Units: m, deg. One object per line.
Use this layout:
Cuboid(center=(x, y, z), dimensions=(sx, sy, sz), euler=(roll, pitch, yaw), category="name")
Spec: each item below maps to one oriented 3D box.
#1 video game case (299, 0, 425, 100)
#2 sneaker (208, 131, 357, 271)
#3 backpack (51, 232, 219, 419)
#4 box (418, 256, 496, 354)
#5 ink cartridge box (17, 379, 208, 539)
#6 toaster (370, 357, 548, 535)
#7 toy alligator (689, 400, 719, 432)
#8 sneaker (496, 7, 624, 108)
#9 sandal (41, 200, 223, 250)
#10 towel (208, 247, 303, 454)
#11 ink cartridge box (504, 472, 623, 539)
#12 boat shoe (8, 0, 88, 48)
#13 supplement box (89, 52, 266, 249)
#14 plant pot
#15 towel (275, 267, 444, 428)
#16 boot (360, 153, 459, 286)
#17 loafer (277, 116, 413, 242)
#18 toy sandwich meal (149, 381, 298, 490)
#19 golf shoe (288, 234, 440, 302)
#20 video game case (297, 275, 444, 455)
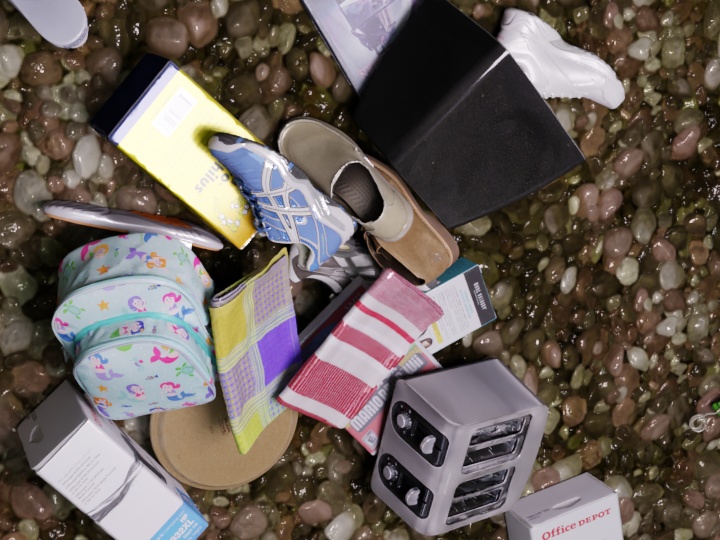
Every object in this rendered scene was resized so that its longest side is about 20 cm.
Cuboid(center=(0.021, -0.302, 1.458), dimensions=(0.143, 0.019, 0.201), euler=(-38, 114, -11), category="video game case")
Cuboid(center=(-0.090, -0.075, 1.313), dimensions=(0.200, 0.076, 0.077), euler=(39, 82, -27), category="sneaker")
Cuboid(center=(-0.240, 0.059, 1.322), dimensions=(0.176, 0.151, 0.201), euler=(-11, 133, 8), category="backpack")
Cuboid(center=(0.071, 0.066, 1.554), dimensions=(0.199, 0.049, 0.083), euler=(-28, 113, -15), category="box")
Cuboid(center=(-0.285, 0.235, 1.389), dimensions=(0.084, 0.145, 0.200), euler=(-45, 116, -7), category="ink cartridge box")
Cuboid(center=(0.128, 0.218, 1.532), dimensions=(0.199, 0.119, 0.182), euler=(-9, 126, -35), category="toaster")
Cuboid(center=(0.561, 0.192, 1.800), dimensions=(0.199, 0.059, 0.054), euler=(-29, 153, -14), category="toy alligator")
Cuboid(center=(0.244, -0.248, 1.545), dimensions=(0.199, 0.078, 0.100), euler=(28, 98, -18), category="sneaker")
Cuboid(center=(-0.260, -0.034, 1.376), dimensions=(0.205, 0.079, 0.060), euler=(10, 100, -17), category="sandal")
Cuboid(center=(-0.111, 0.089, 1.363), dimensions=(0.144, 0.023, 0.202), euler=(-39, 131, -50), category="towel")
Cuboid(center=(0.295, 0.408, 1.719), dimensions=(0.145, 0.083, 0.202), euler=(-17, 109, -18), category="ink cartridge box")
Cuboid(center=(-0.357, -0.312, 1.265), dimensions=(0.073, 0.065, 0.201), euler=(-34, 93, -4), category="boat shoe")
Cuboid(center=(-0.186, -0.134, 1.359), dimensions=(0.200, 0.109, 0.110), euler=(41, 86, -26), category="supplement box")
Cuboid(center=(0.111, -0.172, 1.429), dimensions=(0.177, 0.200, 0.200), euler=(-42, 127, 5), category="plant pot")
Cuboid(center=(0.003, 0.097, 1.426), dimensions=(0.200, 0.023, 0.144), euler=(-50, 145, 5), category="towel")
Cuboid(center=(0.024, -0.064, 1.446), dimensions=(0.200, 0.074, 0.075), euler=(44, 57, 6), category="boot")
Cuboid(center=(-0.021, -0.114, 1.406), dimensions=(0.200, 0.068, 0.076), euler=(39, 94, 17), category="loafer")
Cuboid(center=(-0.165, 0.166, 1.472), dimensions=(0.203, 0.070, 0.207), euler=(-7, 110, -20), category="toy sandwich meal")
Cuboid(center=(0.000, 0.000, 1.501), dimensions=(0.199, 0.078, 0.095), euler=(20, 104, -19), category="golf shoe")
Cuboid(center=(0.007, 0.121, 1.499), dimensions=(0.143, 0.017, 0.200), euler=(-45, 122, -4), category="video game case")
